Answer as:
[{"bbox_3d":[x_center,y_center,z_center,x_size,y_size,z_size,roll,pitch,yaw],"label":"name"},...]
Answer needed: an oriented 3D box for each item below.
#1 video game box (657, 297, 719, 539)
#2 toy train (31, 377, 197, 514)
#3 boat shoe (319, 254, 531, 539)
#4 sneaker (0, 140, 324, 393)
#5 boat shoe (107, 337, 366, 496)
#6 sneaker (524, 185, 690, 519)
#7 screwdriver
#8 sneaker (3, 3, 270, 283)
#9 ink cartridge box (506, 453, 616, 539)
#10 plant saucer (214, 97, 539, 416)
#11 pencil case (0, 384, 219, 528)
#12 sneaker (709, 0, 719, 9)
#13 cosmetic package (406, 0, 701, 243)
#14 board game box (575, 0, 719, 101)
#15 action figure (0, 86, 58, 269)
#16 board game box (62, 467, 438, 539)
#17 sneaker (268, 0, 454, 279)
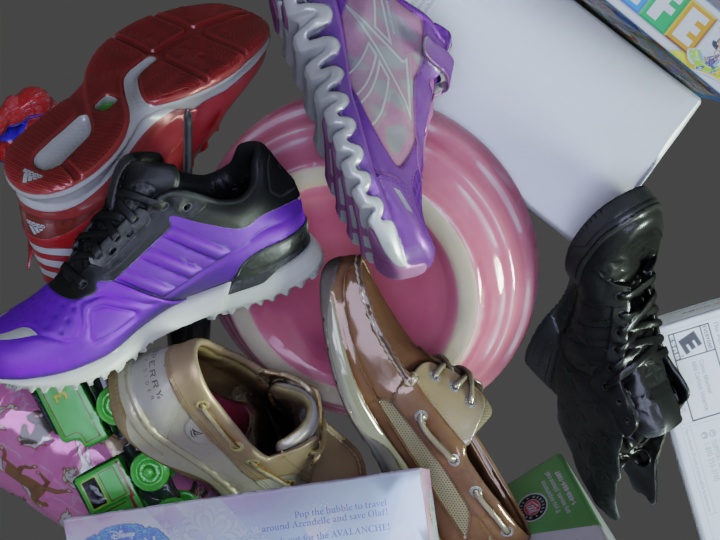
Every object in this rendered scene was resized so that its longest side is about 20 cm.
[{"bbox_3d":[0.275,0.099,1.606,0.181,0.047,0.201,-16,95,4],"label":"video game box"},{"bbox_3d":[-0.125,0.125,1.532,0.056,0.042,0.201,-27,91,6],"label":"toy train"},{"bbox_3d":[0.036,0.077,1.517,0.071,0.076,0.201,-20,109,11],"label":"boat shoe"},{"bbox_3d":[-0.124,-0.012,1.477,0.199,0.070,0.100,-24,119,-15],"label":"sneaker"},{"bbox_3d":[-0.053,0.091,1.541,0.069,0.200,0.074,-27,57,29],"label":"boat shoe"},{"bbox_3d":[0.152,0.048,1.553,0.060,0.200,0.104,-24,63,-31],"label":"sneaker"},{"bbox_3d":[-0.095,-0.018,1.550,0.028,0.029,0.201,18,132,14],"label":"screwdriver"},{"bbox_3d":[-0.124,-0.063,1.567,0.078,0.200,0.116,28,139,31],"label":"sneaker"},{"bbox_3d":[0.067,0.219,1.560,0.199,0.145,0.084,-32,125,3],"label":"ink cartridge box"},{"bbox_3d":[0.000,0.000,1.556,0.199,0.051,0.202,6,117,13],"label":"plant saucer"},{"bbox_3d":[-0.147,0.125,1.590,0.199,0.083,0.087,35,89,-4],"label":"pencil case"},{"bbox_3d":[0.225,-0.169,1.532,0.080,0.078,0.200,-51,59,12],"label":"sneaker"},{"bbox_3d":[0.083,-0.114,1.570,0.200,0.081,0.113,39,94,-5],"label":"cosmetic package"},{"bbox_3d":[0.151,-0.147,1.505,0.134,0.200,0.034,38,94,-4],"label":"board game box"},{"bbox_3d":[-0.241,-0.054,1.568,0.198,0.065,0.099,-4,51,-1],"label":"action figure"},{"bbox_3d":[-0.048,0.217,1.475,0.199,0.043,0.201,-8,86,8],"label":"board game box"},{"bbox_3d":[0.014,-0.094,1.475,0.088,0.081,0.201,-14,69,-9],"label":"sneaker"}]
